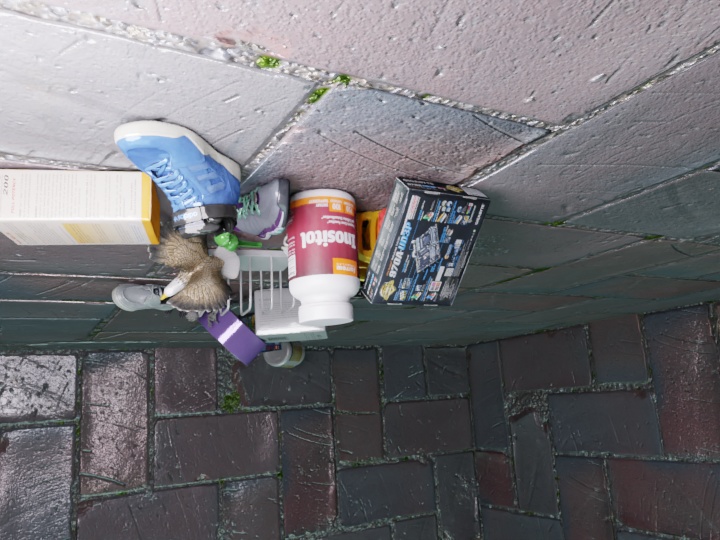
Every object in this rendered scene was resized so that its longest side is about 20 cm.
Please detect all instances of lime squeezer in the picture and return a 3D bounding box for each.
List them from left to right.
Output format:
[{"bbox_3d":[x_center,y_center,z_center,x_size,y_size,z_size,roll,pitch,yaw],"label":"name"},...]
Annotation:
[{"bbox_3d":[-0.230,-0.065,1.109,0.071,0.038,0.200,-34,169,-8],"label":"lime squeezer"}]

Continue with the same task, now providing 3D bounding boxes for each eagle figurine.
[{"bbox_3d":[-0.296,0.003,1.070,0.151,0.152,0.200,19,168,-11],"label":"eagle figurine"}]

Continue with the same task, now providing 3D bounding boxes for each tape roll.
[{"bbox_3d":[-0.375,0.181,1.779,0.085,0.200,0.200,-47,171,-10],"label":"tape roll"}]

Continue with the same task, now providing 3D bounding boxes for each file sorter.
[{"bbox_3d":[-0.248,0.031,1.309,0.199,0.125,0.139,0,168,-20],"label":"file sorter"}]

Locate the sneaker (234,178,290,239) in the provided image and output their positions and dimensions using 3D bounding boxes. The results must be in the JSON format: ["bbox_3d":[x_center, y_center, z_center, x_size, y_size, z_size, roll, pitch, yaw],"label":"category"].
[{"bbox_3d":[-0.162,-0.088,0.910,0.087,0.075,0.200,6,166,-19],"label":"sneaker"}]

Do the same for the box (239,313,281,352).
[{"bbox_3d":[-0.361,0.218,2.104,0.199,0.137,0.038,-13,167,34],"label":"box"}]

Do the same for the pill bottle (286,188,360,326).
[{"bbox_3d":[-0.058,-0.018,0.955,0.112,0.201,0.113,-4,168,-1],"label":"pill bottle"}]

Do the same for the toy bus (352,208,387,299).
[{"bbox_3d":[0.033,-0.045,1.065,0.199,0.136,0.192,-3,154,6],"label":"toy bus"}]

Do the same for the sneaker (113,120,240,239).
[{"bbox_3d":[-0.215,-0.100,0.740,0.076,0.112,0.200,-8,167,20],"label":"sneaker"}]

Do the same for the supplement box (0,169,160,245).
[{"bbox_3d":[-0.388,-0.085,0.842,0.199,0.074,0.126,-1,168,-14],"label":"supplement box"}]

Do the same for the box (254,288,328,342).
[{"bbox_3d":[-0.197,0.131,1.765,0.199,0.131,0.199,-4,168,-2],"label":"box"}]

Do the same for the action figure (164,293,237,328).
[{"bbox_3d":[-0.424,0.100,1.632,0.199,0.102,0.119,-9,155,29],"label":"action figure"}]

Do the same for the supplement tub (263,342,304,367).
[{"bbox_3d":[-0.357,0.386,2.866,0.144,0.145,0.200,-7,167,16],"label":"supplement tub"}]

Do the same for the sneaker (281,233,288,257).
[{"bbox_3d":[-0.113,-0.045,1.164,0.080,0.071,0.200,15,160,-14],"label":"sneaker"}]

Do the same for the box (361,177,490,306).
[{"bbox_3d":[0.103,-0.039,0.962,0.158,0.201,0.046,3,-153,-28],"label":"box"}]

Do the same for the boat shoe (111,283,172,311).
[{"bbox_3d":[-0.525,0.061,1.521,0.071,0.070,0.201,-22,164,25],"label":"boat shoe"}]
